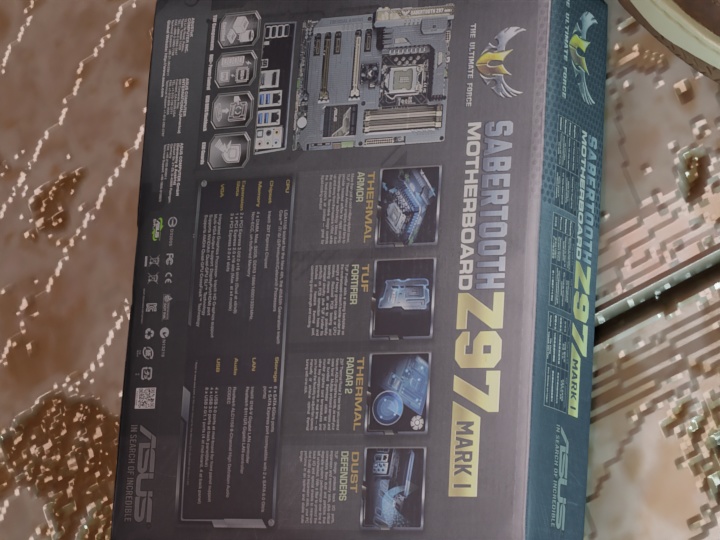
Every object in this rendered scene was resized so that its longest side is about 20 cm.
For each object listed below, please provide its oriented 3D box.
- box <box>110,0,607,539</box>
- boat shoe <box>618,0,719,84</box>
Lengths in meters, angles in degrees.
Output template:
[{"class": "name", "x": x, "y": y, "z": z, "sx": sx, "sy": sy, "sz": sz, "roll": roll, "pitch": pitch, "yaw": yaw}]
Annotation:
[{"class": "box", "x": 0.000, "y": 0.000, "z": 0.848, "sx": 0.157, "sy": 0.051, "sz": 0.200, "roll": -3, "pitch": 78, "yaw": 28}, {"class": "boat shoe", "x": 0.112, "y": -0.115, "z": 0.781, "sx": 0.202, "sy": 0.075, "sz": 0.075, "roll": 36, "pitch": 131, "yaw": 26}]
